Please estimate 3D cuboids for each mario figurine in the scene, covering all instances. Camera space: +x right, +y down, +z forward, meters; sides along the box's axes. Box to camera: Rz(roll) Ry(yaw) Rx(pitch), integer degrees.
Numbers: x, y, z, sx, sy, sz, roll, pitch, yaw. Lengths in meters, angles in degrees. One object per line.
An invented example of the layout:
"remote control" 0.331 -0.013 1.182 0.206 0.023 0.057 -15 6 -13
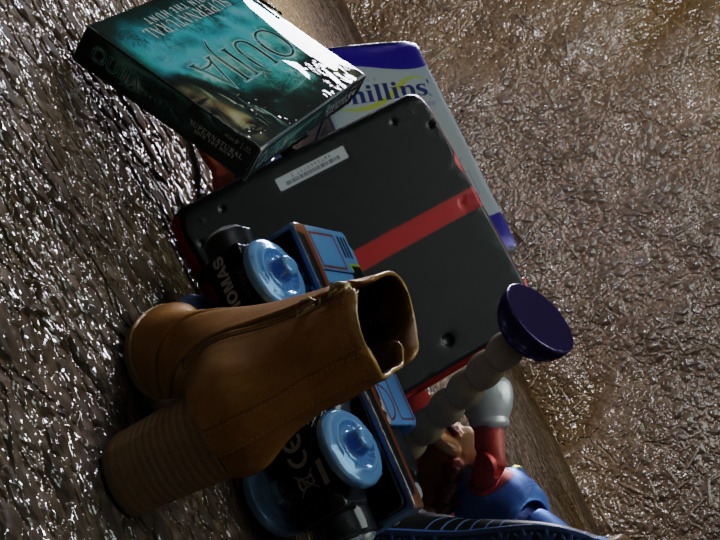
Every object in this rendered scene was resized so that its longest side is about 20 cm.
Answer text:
"mario figurine" 0.100 0.142 0.947 0.200 0.124 0.106 40 16 26

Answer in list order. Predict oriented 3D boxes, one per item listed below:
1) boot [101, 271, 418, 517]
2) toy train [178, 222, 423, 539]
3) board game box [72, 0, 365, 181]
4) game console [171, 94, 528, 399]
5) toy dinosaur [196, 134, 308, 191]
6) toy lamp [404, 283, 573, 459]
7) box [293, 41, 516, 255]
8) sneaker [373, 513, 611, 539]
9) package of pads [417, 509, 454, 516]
"boot" -0.041 0.039 0.682 0.071 0.143 0.201 60 8 -16
"toy train" -0.026 0.064 0.811 0.114 0.086 0.201 6 53 -55
"board game box" -0.086 -0.136 0.957 0.135 0.028 0.200 35 28 4
"game console" 0.000 0.000 0.930 0.178 0.199 0.031 60 -21 4
"toy dinosaur" -0.080 -0.024 1.005 0.182 0.198 0.106 -50 157 -61
"toy lamp" 0.043 0.089 0.863 0.058 0.200 0.058 31 29 -20
"box" 0.011 -0.042 1.111 0.201 0.104 0.184 66 -28 25
"sneaker" 0.079 0.176 0.848 0.078 0.198 0.071 5 91 -76
"package of pads" 0.077 0.211 1.084 0.121 0.075 0.200 65 9 12
